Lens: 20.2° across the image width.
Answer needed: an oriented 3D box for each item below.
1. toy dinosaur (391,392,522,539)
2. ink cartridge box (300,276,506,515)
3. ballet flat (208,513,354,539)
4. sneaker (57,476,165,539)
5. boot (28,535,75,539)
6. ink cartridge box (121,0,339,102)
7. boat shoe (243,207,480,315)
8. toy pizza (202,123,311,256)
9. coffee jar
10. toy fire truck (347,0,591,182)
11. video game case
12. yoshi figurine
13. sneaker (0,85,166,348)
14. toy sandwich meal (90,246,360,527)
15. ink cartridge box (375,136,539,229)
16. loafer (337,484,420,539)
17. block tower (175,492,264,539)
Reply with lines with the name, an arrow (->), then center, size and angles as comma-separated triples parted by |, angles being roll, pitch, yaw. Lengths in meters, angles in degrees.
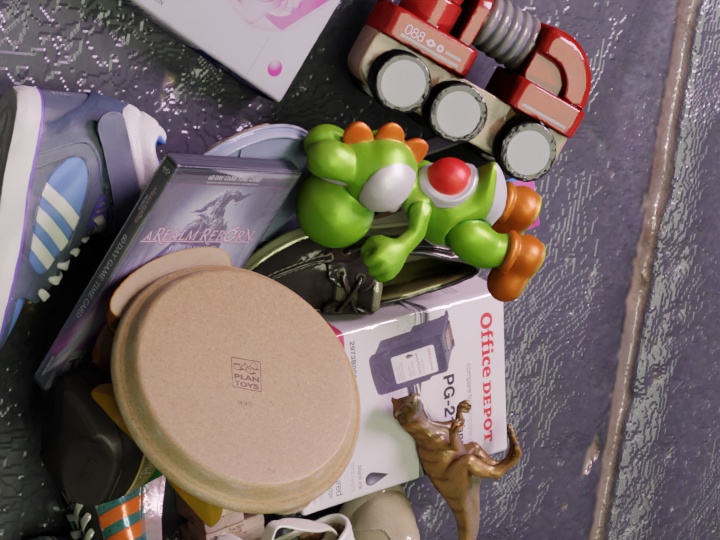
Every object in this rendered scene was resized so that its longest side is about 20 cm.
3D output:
toy dinosaur -> 0.080, 0.164, 1.612 | 0.106, 0.060, 0.201 | -21, 116, 2
ink cartridge box -> 0.016, 0.091, 1.620 | 0.199, 0.084, 0.146 | -15, 113, -29
ballet flat -> -0.083, 0.224, 1.540 | 0.199, 0.069, 0.070 | -9, 109, -40
sneaker -> -0.191, 0.183, 1.498 | 0.079, 0.071, 0.201 | 12, 63, -20
boot -> -0.212, 0.299, 1.543 | 0.090, 0.073, 0.202 | -2, 102, -31
ink cartridge box -> -0.086, -0.258, 1.483 | 0.196, 0.043, 0.201 | 32, 87, -34
boat shoe -> 0.000, 0.001, 1.554 | 0.200, 0.066, 0.072 | -16, 140, -21
toy pizza -> -0.110, -0.032, 1.499 | 0.200, 0.032, 0.201 | -35, 152, -21
coffee jar -> -0.134, 0.094, 1.464 | 0.199, 0.085, 0.105 | -22, 153, -36
toy fire truck -> 0.103, -0.196, 1.569 | 0.175, 0.129, 0.201 | 27, 96, -16
video game case -> -0.137, 0.002, 1.450 | 0.142, 0.019, 0.201 | -1, 131, -55
yoshi figurine -> 0.033, -0.042, 1.513 | 0.199, 0.112, 0.113 | 23, 86, -23
sneaker -> -0.203, -0.027, 1.451 | 0.146, 0.080, 0.202 | 11, 92, -30
toy sandwich meal -> -0.096, 0.082, 1.384 | 0.204, 0.070, 0.206 | 15, 55, -22
ink cartridge box -> 0.053, -0.054, 1.635 | 0.199, 0.037, 0.095 | -20, 114, -24
loafer -> -0.008, 0.266, 1.647 | 0.075, 0.068, 0.201 | 5, 118, -32
block tower -> -0.110, 0.191, 1.588 | 0.054, 0.058, 0.201 | -17, 111, -28
